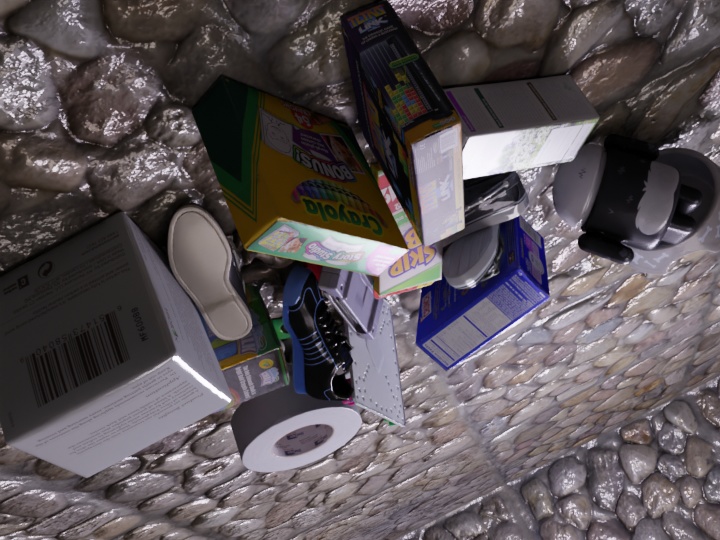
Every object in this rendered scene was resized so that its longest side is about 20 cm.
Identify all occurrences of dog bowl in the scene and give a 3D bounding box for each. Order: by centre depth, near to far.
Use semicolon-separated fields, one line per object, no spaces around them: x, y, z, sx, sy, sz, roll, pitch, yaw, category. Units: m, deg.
0.459;-0.095;1.331;0.199;0.201;0.059;-35;136;18;dog bowl

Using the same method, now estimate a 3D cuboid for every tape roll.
-0.100;0.240;1.395;0.198;0.067;0.201;-18;149;-11;tape roll

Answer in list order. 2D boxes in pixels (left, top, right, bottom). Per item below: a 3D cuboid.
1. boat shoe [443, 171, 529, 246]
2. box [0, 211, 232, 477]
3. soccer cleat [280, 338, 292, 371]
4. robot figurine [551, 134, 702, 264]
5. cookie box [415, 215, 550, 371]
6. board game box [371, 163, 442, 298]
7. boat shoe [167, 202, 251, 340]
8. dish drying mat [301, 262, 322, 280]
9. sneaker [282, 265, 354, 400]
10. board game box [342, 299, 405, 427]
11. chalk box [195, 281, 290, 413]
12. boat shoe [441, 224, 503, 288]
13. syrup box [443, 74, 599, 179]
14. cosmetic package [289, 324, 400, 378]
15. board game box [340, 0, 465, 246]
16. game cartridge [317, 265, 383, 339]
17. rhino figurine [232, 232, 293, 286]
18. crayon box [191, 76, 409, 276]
0.125;-0.082;1.201;0.198;0.072;0.068;-19;121;17;boat shoe
-0.285;0.087;0.992;0.198;0.201;0.172;-28;151;1;box
-0.162;0.135;1.321;0.087;0.070;0.200;-52;161;18;soccer cleat
0.368;-0.101;1.245;0.198;0.151;0.126;18;127;6;robot figurine
0.180;0.029;1.326;0.075;0.172;0.200;42;118;-17;cookie box
0.061;-0.052;1.148;0.095;0.030;0.202;-14;128;-19;board game box
-0.180;-0.006;1.061;0.072;0.063;0.201;-16;129;1;boat shoe
-0.059;-0.002;1.190;0.077;0.018;0.201;-52;169;-34;dish drying mat
-0.049;0.084;1.148;0.077;0.070;0.202;9;128;20;sneaker
0.011;0.118;1.312;0.026;0.202;0.200;-14;156;18;board game box
-0.171;0.098;1.197;0.198;0.125;0.125;-21;152;-12;chalk box
0.167;-0.021;1.215;0.071;0.071;0.200;-14;-157;29;boat shoe
0.177;-0.172;1.065;0.198;0.082;0.079;-11;148;-26;syrup box
-0.047;0.168;1.469;0.199;0.091;0.107;-29;152;12;cosmetic package
0.046;-0.144;0.908;0.056;0.166;0.200;-25;153;-5;board game box
0.000;0.000;1.177;0.038;0.131;0.200;12;162;20;game cartridge
-0.107;-0.033;1.090;0.087;0.060;0.201;-8;149;-26;rhino figurine
-0.057;-0.090;0.905;0.058;0.174;0.199;-40;150;28;crayon box
